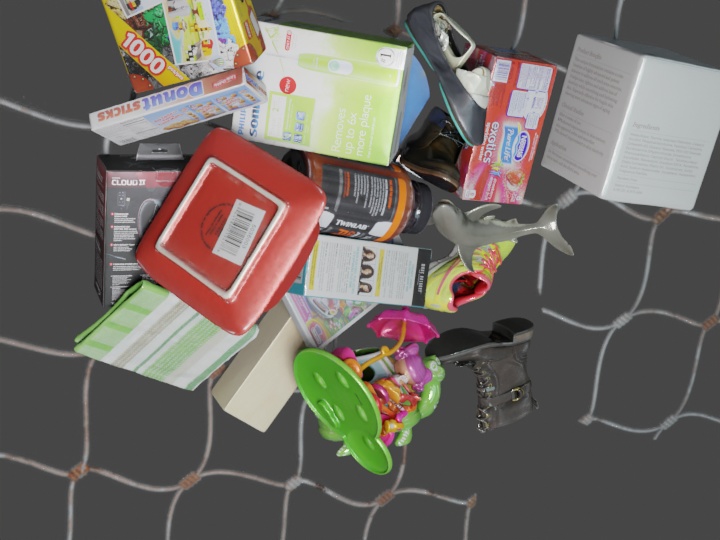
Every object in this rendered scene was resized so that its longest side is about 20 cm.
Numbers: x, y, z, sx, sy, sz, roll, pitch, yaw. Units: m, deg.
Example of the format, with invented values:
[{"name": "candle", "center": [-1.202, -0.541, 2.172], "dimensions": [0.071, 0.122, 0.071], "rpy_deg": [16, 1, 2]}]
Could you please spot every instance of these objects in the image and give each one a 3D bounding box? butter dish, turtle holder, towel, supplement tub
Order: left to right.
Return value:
[{"name": "towel", "center": [-0.249, 0.083, 1.407], "dimensions": [0.149, 0.031, 0.200], "rpy_deg": [-40, 138, 22]}, {"name": "butter dish", "center": [-0.133, -0.037, 1.307], "dimensions": [0.200, 0.199, 0.148], "rpy_deg": [-58, 152, 2]}, {"name": "supplement tub", "center": [-0.005, -0.095, 1.408], "dimensions": [0.200, 0.107, 0.107], "rpy_deg": [8, 108, -30]}, {"name": "turtle holder", "center": [0.024, 0.178, 1.547], "dimensions": [0.185, 0.141, 0.132], "rpy_deg": [-8, 95, 14]}]

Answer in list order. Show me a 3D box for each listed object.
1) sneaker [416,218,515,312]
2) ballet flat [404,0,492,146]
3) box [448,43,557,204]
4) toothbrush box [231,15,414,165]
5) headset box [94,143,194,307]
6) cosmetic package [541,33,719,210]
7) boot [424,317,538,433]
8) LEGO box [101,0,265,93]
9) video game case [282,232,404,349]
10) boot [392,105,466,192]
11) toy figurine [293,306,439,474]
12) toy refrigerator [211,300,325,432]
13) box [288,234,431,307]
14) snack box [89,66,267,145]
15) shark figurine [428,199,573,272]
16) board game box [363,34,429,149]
[{"name": "sneaker", "center": [0.165, 0.001, 1.549], "dimensions": [0.200, 0.090, 0.078], "rpy_deg": [-39, 127, -24]}, {"name": "ballet flat", "center": [0.125, -0.259, 1.392], "dimensions": [0.073, 0.073, 0.200], "rpy_deg": [-24, 81, -12]}, {"name": "box", "center": [0.182, -0.199, 1.482], "dimensions": [0.100, 0.095, 0.200], "rpy_deg": [3, 111, -24]}, {"name": "toothbrush box", "center": [-0.045, -0.221, 1.328], "dimensions": [0.200, 0.086, 0.146], "rpy_deg": [12, 107, 7]}, {"name": "headset box", "center": [-0.254, -0.062, 1.366], "dimensions": [0.148, 0.075, 0.200], "rpy_deg": [-3, 113, -23]}, {"name": "cosmetic package", "center": [0.386, -0.209, 1.524], "dimensions": [0.166, 0.167, 0.200], "rpy_deg": [5, 110, -24]}, {"name": "boot", "center": [0.191, 0.172, 1.662], "dimensions": [0.200, 0.069, 0.174], "rpy_deg": [-11, 115, -21]}, {"name": "LEGO box", "center": [-0.211, -0.320, 1.228], "dimensions": [0.149, 0.077, 0.200], "rpy_deg": [-12, 112, 12]}, {"name": "video game case", "center": [-0.023, -0.002, 1.473], "dimensions": [0.200, 0.018, 0.143], "rpy_deg": [-37, 113, -28]}, {"name": "boot", "center": [0.101, -0.163, 1.407], "dimensions": [0.075, 0.200, 0.097], "rpy_deg": [29, 95, -19]}, {"name": "toy figurine", "center": [0.039, 0.138, 1.449], "dimensions": [0.184, 0.150, 0.200], "rpy_deg": [-38, 106, -33]}, {"name": "toy refrigerator", "center": [-0.114, 0.115, 1.505], "dimensions": [0.076, 0.070, 0.200], "rpy_deg": [34, 91, -31]}, {"name": "box", "center": [0.000, 0.000, 1.448], "dimensions": [0.200, 0.049, 0.082], "rpy_deg": [7, 91, -36]}, {"name": "snack box", "center": [-0.215, -0.192, 1.283], "dimensions": [0.200, 0.072, 0.024], "rpy_deg": [-14, 77, 14]}, {"name": "shark figurine", "center": [0.176, -0.041, 1.505], "dimensions": [0.214, 0.128, 0.090], "rpy_deg": [5, 74, -25]}, {"name": "board game box", "center": [-0.006, -0.217, 1.429], "dimensions": [0.158, 0.039, 0.200], "rpy_deg": [21, 109, -31]}]
